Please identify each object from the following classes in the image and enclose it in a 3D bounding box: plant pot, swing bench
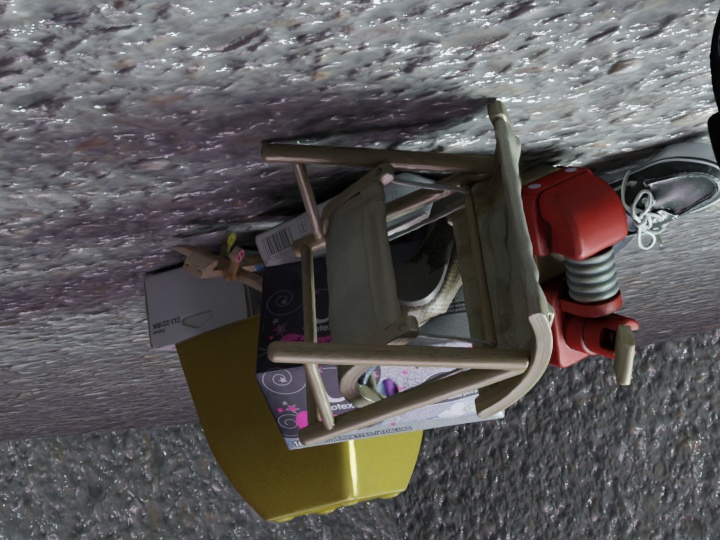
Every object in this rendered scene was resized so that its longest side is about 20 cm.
[{"bbox_3d":[-0.046,0.148,1.398,0.194,0.202,0.194,-18,168,29],"label":"plant pot"},{"bbox_3d":[0.036,0.002,1.006,0.198,0.200,0.130,-9,141,6],"label":"swing bench"}]

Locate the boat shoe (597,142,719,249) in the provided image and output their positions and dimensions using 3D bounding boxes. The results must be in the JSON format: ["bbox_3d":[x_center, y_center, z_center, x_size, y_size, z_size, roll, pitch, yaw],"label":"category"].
[{"bbox_3d":[0.265,-0.064,1.277,0.198,0.068,0.074,-9,130,43],"label":"boat shoe"}]

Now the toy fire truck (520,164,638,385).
[{"bbox_3d":[0.197,0.013,1.190,0.128,0.178,0.199,-23,-155,-31],"label":"toy fire truck"}]

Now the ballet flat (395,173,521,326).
[{"bbox_3d":[0.083,-0.023,1.143,0.067,0.047,0.201,6,-136,30],"label":"ballet flat"}]

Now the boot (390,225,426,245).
[{"bbox_3d":[0.000,0.000,1.405,0.198,0.075,0.097,-8,164,-32],"label":"boot"}]

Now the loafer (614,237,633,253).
[{"bbox_3d":[0.260,-0.051,1.482,0.072,0.063,0.200,-42,167,11],"label":"loafer"}]

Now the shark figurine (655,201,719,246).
[{"bbox_3d":[0.383,-0.084,1.381,0.212,0.129,0.090,13,138,-18],"label":"shark figurine"}]

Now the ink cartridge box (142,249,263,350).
[{"bbox_3d":[-0.124,0.037,1.507,0.143,0.085,0.199,-15,170,30],"label":"ink cartridge box"}]

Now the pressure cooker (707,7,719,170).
[{"bbox_3d":[0.304,-0.111,0.788,0.175,0.180,0.200,29,-174,22],"label":"pressure cooker"}]

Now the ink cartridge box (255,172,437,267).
[{"bbox_3d":[0.023,-0.057,1.269,0.199,0.051,0.160,-23,180,-36],"label":"ink cartridge box"}]

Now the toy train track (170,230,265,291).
[{"bbox_3d":[-0.108,-0.018,1.327,0.114,0.033,0.200,24,-167,21],"label":"toy train track"}]

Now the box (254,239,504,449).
[{"bbox_3d":[0.018,0.062,1.187,0.198,0.133,0.115,-10,134,11],"label":"box"}]
